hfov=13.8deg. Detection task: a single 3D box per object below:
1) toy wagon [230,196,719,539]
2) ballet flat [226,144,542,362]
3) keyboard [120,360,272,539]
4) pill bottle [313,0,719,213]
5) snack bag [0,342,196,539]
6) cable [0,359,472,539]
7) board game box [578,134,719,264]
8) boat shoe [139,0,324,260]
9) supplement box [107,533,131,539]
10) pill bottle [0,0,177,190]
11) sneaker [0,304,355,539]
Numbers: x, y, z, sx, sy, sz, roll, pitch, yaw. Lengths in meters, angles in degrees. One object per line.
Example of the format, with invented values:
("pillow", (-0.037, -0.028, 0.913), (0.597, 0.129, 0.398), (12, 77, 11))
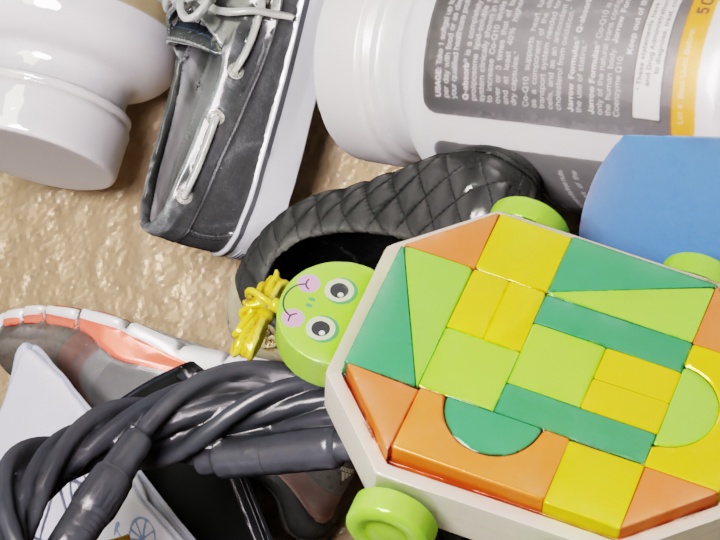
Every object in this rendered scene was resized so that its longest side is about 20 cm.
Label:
("toy wagon", (0.047, 0.039, 1.086), (0.200, 0.040, 0.155), (19, 55, 11))
("ballet flat", (0.000, 0.000, 1.229), (0.200, 0.066, 0.057), (-28, 25, 51))
("keyboard", (-0.060, 0.144, 1.239), (0.104, 0.040, 0.200), (-27, 77, 33))
("pill bottle", (0.088, -0.081, 1.213), (0.200, 0.116, 0.116), (9, 75, 33))
("snack bag", (-0.121, 0.153, 1.247), (0.200, 0.021, 0.189), (48, 129, 36))
("cable", (-0.046, 0.105, 1.102), (0.200, 0.051, 0.163), (-19, 49, -7))
("board game box", (0.182, 0.008, 1.127), (0.200, 0.158, 0.039), (3, 34, 32))
("boat shoe", (-0.056, -0.107, 1.318), (0.074, 0.068, 0.199), (16, 92, 64))
("supplement box", (-0.181, 0.222, 1.141), (0.133, 0.200, 0.197), (63, 143, 21))
("pill bottle", (-0.125, -0.144, 1.372), (0.111, 0.111, 0.200), (6, 74, 33))
("sneaker", (-0.088, 0.068, 1.287), (0.200, 0.077, 0.082), (14, 85, 35))
